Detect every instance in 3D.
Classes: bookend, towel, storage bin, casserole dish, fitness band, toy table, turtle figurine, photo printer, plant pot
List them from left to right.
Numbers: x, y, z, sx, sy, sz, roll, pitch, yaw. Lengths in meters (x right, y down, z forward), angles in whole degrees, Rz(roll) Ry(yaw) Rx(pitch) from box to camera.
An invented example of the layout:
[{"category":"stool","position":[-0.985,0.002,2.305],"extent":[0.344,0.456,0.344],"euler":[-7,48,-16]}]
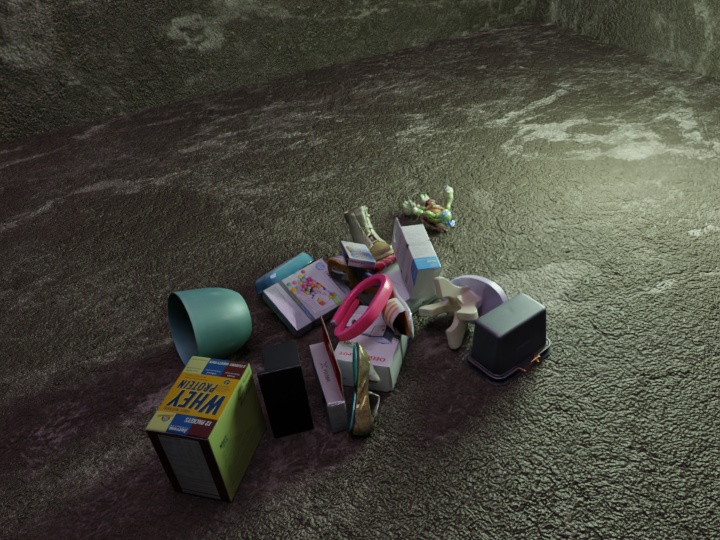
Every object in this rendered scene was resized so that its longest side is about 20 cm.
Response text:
[{"category":"plant pot","position":[-0.370,0.134,1.539],"extent":[0.161,0.201,0.201],"euler":[-14,35,-33]},{"category":"bookend","position":[-0.176,0.225,1.370],"extent":[0.092,0.200,0.199],"euler":[-12,37,-7]},{"category":"casserole dish","position":[-0.221,0.004,1.746],"extent":[0.200,0.039,0.121],"euler":[-35,8,-36]},{"category":"fitness band","position":[0.003,0.086,1.476],"extent":[0.144,0.037,0.200],"euler":[-22,28,46]},{"category":"towel","position":[0.089,-0.035,1.758],"extent":[0.200,0.023,0.145],"euler":[-30,4,-28]},{"category":"photo printer","position":[0.101,0.054,1.663],"extent":[0.200,0.070,0.166],"euler":[-30,42,-28]},{"category":"turtle figurine","position":[0.213,-0.227,1.940],"extent":[0.144,0.200,0.194],"euler":[-54,24,-7]},{"category":"toy table","position":[0.247,0.088,1.517],"extent":[0.117,0.184,0.200],"euler":[-23,2,-35]},{"category":"storage bin","position":[0.355,0.155,1.434],"extent":[0.200,0.135,0.146],"euler":[-27,41,-24]}]

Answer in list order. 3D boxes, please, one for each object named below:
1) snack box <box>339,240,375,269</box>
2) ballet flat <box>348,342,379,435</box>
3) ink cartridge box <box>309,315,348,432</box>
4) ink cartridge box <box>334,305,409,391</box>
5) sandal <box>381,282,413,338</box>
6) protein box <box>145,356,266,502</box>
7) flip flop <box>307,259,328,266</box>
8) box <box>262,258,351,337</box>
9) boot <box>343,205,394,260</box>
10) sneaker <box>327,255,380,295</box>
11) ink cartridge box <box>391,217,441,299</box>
[{"category":"snack box","position":[-0.009,-0.043,1.645],"extent":[0.072,0.024,0.200],"euler":[10,13,-10]},{"category":"ballet flat","position":[0.011,0.261,1.350],"extent":[0.071,0.071,0.200],"euler":[0,72,9]},{"category":"ink cartridge box","position":[-0.076,0.229,1.370],"extent":[0.043,0.174,0.200],"euler":[-14,37,-9]},{"category":"ink cartridge box","position":[0.031,0.184,1.489],"extent":[0.146,0.086,0.200],"euler":[6,37,16]},{"category":"sandal","position":[0.076,0.099,1.469],"extent":[0.059,0.079,0.207],"euler":[-12,29,-9]},{"category":"protein box","position":[-0.306,0.321,1.259],"extent":[0.135,0.200,0.199],"euler":[5,38,15]},{"category":"flip flop","position":[-0.135,0.002,1.779],"extent":[0.200,0.058,0.081],"euler":[-17,33,-9]},{"category":"box","position":[-0.139,0.071,1.663],"extent":[0.200,0.041,0.156],"euler":[-29,63,-30]},{"category":"boot","position":[0.022,-0.110,1.776],"extent":[0.072,0.155,0.200],"euler":[-22,14,-24]},{"category":"sneaker","position":[0.000,0.000,1.643],"extent":[0.088,0.075,0.200],"euler":[-18,33,-36]},{"category":"ink cartridge box","position":[0.143,-0.038,1.609],"extent":[0.067,0.116,0.200],"euler":[-7,49,-12]}]
